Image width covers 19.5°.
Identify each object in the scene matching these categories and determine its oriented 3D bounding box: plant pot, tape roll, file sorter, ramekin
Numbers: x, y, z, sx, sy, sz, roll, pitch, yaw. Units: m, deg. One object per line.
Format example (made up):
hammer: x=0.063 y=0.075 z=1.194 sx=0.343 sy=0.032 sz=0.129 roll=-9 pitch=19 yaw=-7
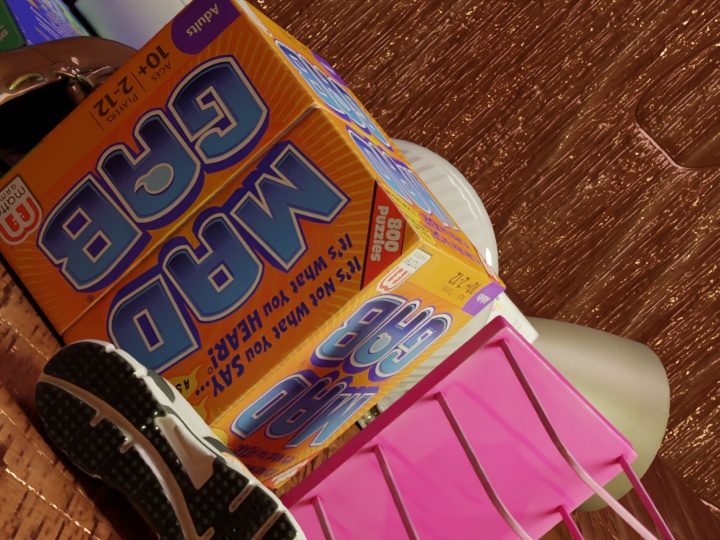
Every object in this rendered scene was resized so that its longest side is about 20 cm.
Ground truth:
plant pot: x=0.180 y=0.123 z=2.131 sx=0.199 sy=0.188 sz=0.188 roll=27 pitch=18 yaw=-32
tape roll: x=-0.112 y=-0.229 z=1.529 sx=0.071 sy=0.202 sz=0.203 roll=52 pitch=7 yaw=-12
file sorter: x=0.058 y=0.159 z=1.151 sx=0.139 sy=0.200 sz=0.126 roll=43 pitch=12 yaw=-34
ramekin: x=0.000 y=0.000 z=1.619 sx=0.203 sy=0.202 sz=0.094 roll=50 pitch=20 yaw=11

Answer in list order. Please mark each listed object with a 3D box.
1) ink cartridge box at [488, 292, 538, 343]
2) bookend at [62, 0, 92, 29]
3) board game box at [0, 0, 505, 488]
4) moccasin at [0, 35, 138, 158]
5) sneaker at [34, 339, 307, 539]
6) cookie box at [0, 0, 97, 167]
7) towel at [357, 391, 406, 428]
ink cartridge box: x=0.046 y=0.023 z=1.803 sx=0.200 sy=0.117 sz=0.067 roll=48 pitch=-10 yaw=-22
bookend: x=-0.194 y=-0.177 z=1.737 sx=0.200 sy=0.092 sz=0.199 roll=44 pitch=11 yaw=-40
board game box: x=-0.067 y=-0.013 z=1.261 sx=0.200 sy=0.200 sz=0.200 roll=51 pitch=9 yaw=18
moccasin: x=-0.188 y=-0.099 z=1.261 sx=0.078 sy=0.074 sz=0.201 roll=43 pitch=25 yaw=24
sneaker: x=-0.079 y=0.115 z=1.062 sx=0.200 sy=0.074 sz=0.080 roll=51 pitch=6 yaw=13
cookie box: x=-0.224 y=-0.134 z=1.430 sx=0.171 sy=0.075 sz=0.200 roll=44 pitch=8 yaw=-42
towel: x=0.054 y=0.148 z=1.760 sx=0.200 sy=0.034 sz=0.133 roll=47 pitch=9 yaw=-14
